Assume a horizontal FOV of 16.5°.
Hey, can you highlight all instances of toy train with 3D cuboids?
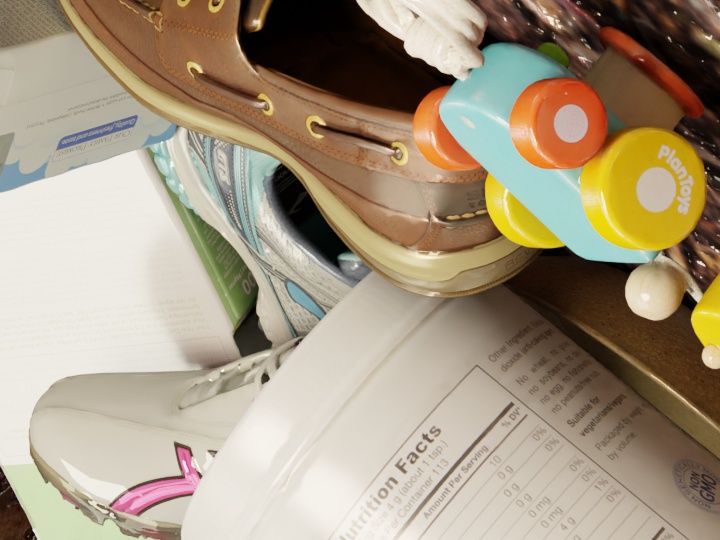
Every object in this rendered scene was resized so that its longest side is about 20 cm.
[{"bbox_3d":[0.096,-0.019,0.585,0.200,0.056,0.150,34,165,20],"label":"toy train"}]

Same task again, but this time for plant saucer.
[{"bbox_3d":[0.112,0.056,0.844,0.200,0.035,0.200,40,169,9],"label":"plant saucer"}]

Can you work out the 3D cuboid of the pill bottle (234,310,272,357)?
[{"bbox_3d":[0.026,0.099,1.092,0.200,0.113,0.113,39,168,13],"label":"pill bottle"}]

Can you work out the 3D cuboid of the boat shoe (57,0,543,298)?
[{"bbox_3d":[-0.021,-0.073,0.744,0.200,0.072,0.068,38,152,31],"label":"boat shoe"}]

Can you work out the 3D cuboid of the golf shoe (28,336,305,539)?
[{"bbox_3d":[-0.026,0.053,0.897,0.200,0.073,0.092,6,128,13],"label":"golf shoe"}]

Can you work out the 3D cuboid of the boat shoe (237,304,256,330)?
[{"bbox_3d":[-0.081,0.019,1.131,0.072,0.062,0.200,5,-178,14],"label":"boat shoe"}]

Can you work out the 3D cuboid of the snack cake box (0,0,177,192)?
[{"bbox_3d":[-0.159,-0.115,0.855,0.200,0.115,0.067,42,129,24],"label":"snack cake box"}]

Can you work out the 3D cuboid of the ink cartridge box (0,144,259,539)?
[{"bbox_3d":[-0.101,0.021,0.986,0.145,0.048,0.200,-7,122,31],"label":"ink cartridge box"}]

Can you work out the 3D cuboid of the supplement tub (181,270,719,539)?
[{"bbox_3d":[0.059,0.100,0.761,0.200,0.132,0.132,39,168,13],"label":"supplement tub"}]

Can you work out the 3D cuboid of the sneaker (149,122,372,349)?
[{"bbox_3d":[0.000,0.000,0.912,0.200,0.078,0.086,49,163,-32],"label":"sneaker"}]
